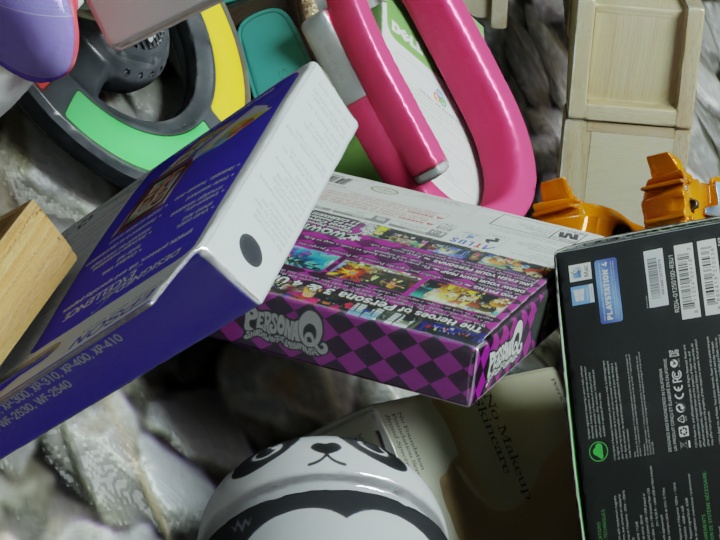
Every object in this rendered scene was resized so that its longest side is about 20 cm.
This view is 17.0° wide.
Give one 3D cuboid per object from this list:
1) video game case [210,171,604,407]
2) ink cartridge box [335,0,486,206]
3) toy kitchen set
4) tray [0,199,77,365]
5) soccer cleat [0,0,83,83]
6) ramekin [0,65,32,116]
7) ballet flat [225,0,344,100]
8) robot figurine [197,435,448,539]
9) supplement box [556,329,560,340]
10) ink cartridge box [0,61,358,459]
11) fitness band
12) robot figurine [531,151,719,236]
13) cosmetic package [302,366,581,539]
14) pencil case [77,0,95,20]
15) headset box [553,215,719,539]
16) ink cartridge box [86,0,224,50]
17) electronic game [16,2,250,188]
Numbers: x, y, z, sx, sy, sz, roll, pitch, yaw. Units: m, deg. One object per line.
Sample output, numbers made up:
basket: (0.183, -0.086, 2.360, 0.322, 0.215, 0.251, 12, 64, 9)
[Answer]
video game case: (0.000, 0.000, 1.194, 0.181, 0.199, 0.036, -35, 135, -60)
ink cartridge box: (0.024, -0.084, 1.407, 0.104, 0.059, 0.201, 36, 39, -37)
toy kitchen set: (0.128, -0.117, 1.586, 0.200, 0.162, 0.181, -79, 174, -72)
tray: (-0.190, 0.053, 0.939, 0.037, 0.098, 0.200, 54, 32, -16)
soccer cleat: (-0.184, -0.159, 0.975, 0.076, 0.067, 0.201, -29, 92, -41)
ramekin: (-0.219, -0.133, 1.045, 0.202, 0.094, 0.203, 36, 39, -37)
ballet flat: (-0.054, -0.143, 1.349, 0.065, 0.070, 0.201, 56, 19, -73)
robot figurine: (-0.013, 0.167, 1.081, 0.150, 0.125, 0.201, 36, 33, -34)
supplement box: (0.190, 0.076, 1.417, 0.200, 0.109, 0.109, 46, 26, -72)
ink cartridge box: (-0.106, 0.017, 0.999, 0.043, 0.198, 0.200, 50, 33, -14)
fitness band: (0.034, -0.110, 1.347, 0.201, 0.037, 0.144, 63, 30, -2)
robot figurine: (0.192, -0.018, 1.423, 0.200, 0.144, 0.059, 16, 66, -56)
cosmetic package: (0.050, 0.118, 1.277, 0.200, 0.071, 0.106, -10, 75, -58)
pencil case: (-0.124, -0.209, 1.196, 0.089, 0.078, 0.201, 10, 47, -18)
headset box: (0.180, 0.081, 1.207, 0.200, 0.092, 0.175, 21, 61, -64)
ink cartridge box: (-0.076, -0.193, 1.065, 0.147, 0.084, 0.200, 64, 20, -7)
electronic game: (-0.128, -0.128, 1.224, 0.200, 0.042, 0.201, 35, 40, -35)
